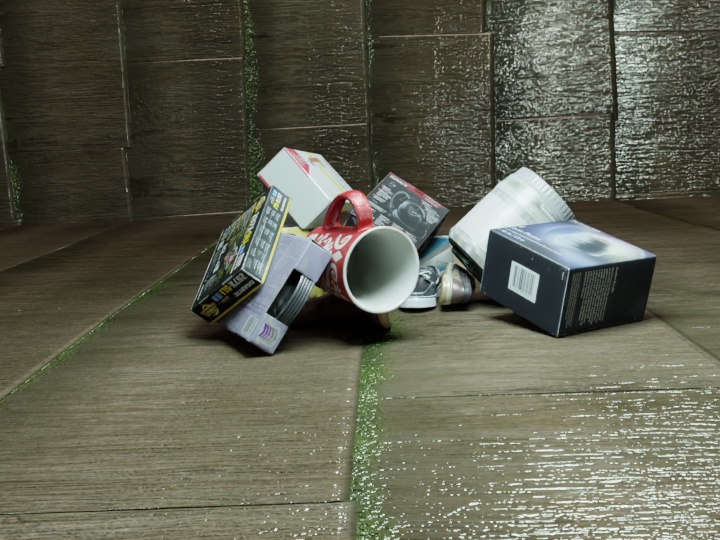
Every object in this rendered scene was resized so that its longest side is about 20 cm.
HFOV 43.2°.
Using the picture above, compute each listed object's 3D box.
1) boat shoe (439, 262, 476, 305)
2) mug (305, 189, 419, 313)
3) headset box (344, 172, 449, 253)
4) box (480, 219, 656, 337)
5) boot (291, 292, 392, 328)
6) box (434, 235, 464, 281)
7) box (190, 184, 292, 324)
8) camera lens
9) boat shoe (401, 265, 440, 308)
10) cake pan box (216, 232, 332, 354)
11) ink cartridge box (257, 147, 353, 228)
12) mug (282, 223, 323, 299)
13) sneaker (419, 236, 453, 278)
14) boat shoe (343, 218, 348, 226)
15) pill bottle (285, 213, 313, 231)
[{"bbox_3d":[0.184,0.030,1.708,0.064,0.072,0.200,10,8,7],"label":"boat shoe"},{"bbox_3d":[-0.006,-0.032,1.468,0.133,0.178,0.200,14,0,-28],"label":"mug"},{"bbox_3d":[0.074,-0.098,1.810,0.148,0.077,0.200,33,42,7],"label":"headset box"},{"bbox_3d":[0.340,0.004,1.507,0.198,0.124,0.200,-7,24,-31],"label":"box"},{"bbox_3d":[-0.037,0.074,1.549,0.166,0.073,0.200,-15,11,-3],"label":"boot"},{"bbox_3d":[0.124,-0.018,1.938,0.199,0.096,0.078,-9,12,-28],"label":"box"},{"bbox_3d":[-0.197,-0.027,1.513,0.159,0.049,0.201,-34,30,39],"label":"box"},{"bbox_3d":[0.273,-0.068,1.666,0.200,0.160,0.160,-43,10,2],"label":"camera lens"},{"bbox_3d":[0.117,0.027,1.724,0.071,0.068,0.200,0,9,17],"label":"boat shoe"},{"bbox_3d":[-0.140,0.029,1.451,0.052,0.185,0.200,32,-8,-24],"label":"cake pan box"},{"bbox_3d":[-0.096,-0.162,1.823,0.083,0.145,0.200,-44,-11,15],"label":"ink cartridge box"},{"bbox_3d":[-0.132,-0.010,1.763,0.186,0.154,0.149,3,10,30],"label":"mug"},{"bbox_3d":[0.108,0.008,1.846,0.199,0.081,0.076,-28,27,-20],"label":"sneaker"},{"bbox_3d":[0.014,-0.080,1.859,0.073,0.075,0.200,13,38,17],"label":"boat shoe"},{"bbox_3d":[-0.174,-0.050,1.898,0.200,0.114,0.114,-37,-5,22],"label":"pill bottle"}]
